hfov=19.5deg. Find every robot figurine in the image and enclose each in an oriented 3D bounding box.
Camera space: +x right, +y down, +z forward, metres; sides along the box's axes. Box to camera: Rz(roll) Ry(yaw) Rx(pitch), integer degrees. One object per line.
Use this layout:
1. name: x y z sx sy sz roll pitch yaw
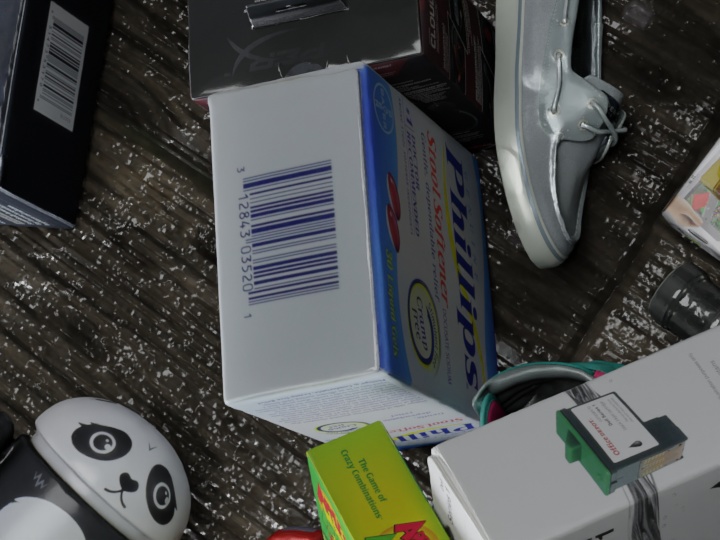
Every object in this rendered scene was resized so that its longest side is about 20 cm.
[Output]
1. robot figurine: -0.195 0.173 1.306 0.200 0.150 0.125 -48 56 -3

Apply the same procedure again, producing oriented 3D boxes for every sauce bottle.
1. sauce bottle: 0.250 0.071 1.194 0.200 0.066 0.066 40 93 27

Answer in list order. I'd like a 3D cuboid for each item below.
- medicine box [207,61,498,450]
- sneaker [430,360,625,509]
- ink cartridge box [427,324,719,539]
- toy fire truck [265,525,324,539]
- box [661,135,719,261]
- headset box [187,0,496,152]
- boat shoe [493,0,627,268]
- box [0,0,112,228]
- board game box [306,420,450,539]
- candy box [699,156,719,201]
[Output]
1. medicine box: 0.000 0.000 1.236 0.102 0.200 0.183 -11 73 21
2. sneaker: 0.085 0.123 1.214 0.200 0.121 0.084 -45 65 6
3. ink cartridge box: 0.145 0.125 1.113 0.199 0.147 0.085 -23 50 -10
4. toy fire truck: -0.088 0.242 1.285 0.140 0.049 0.201 19 85 18
5. box: 0.281 -0.079 1.234 0.110 0.035 0.200 39 93 25
6. headset box: -0.006 -0.125 1.270 0.148 0.200 0.076 -9 73 20
7. boat shoe: 0.125 -0.103 1.283 0.071 0.070 0.202 -10 70 25
8. box: -0.289 -0.141 1.433 0.199 0.117 0.198 4 78 22
9. board game box: 0.035 0.188 1.112 0.047 0.102 0.200 -21 47 -12
10. candy box: 0.291 -0.091 1.152 0.200 0.055 0.115 -47 24 4
